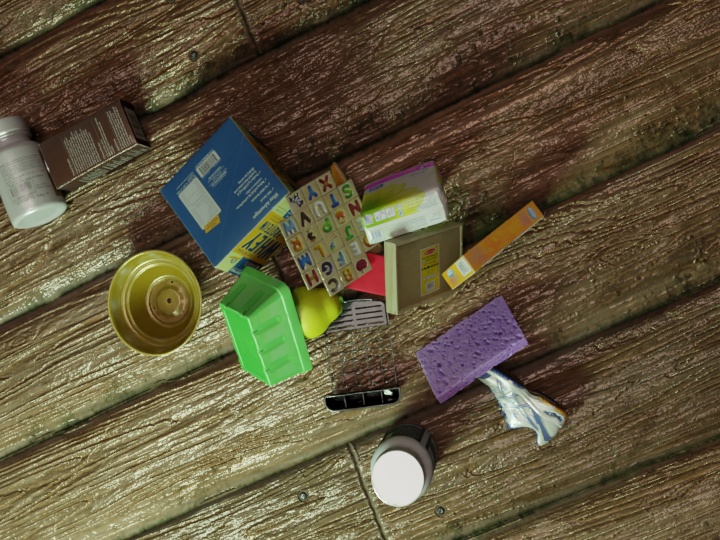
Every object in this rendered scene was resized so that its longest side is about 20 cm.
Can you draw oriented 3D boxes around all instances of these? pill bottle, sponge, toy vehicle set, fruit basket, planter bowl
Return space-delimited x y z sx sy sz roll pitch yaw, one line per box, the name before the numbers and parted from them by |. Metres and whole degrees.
pill bottle | -0.681 -0.199 1.644 0.112 0.114 0.204 -24 87 9
sponge | 0.204 0.144 1.507 0.198 0.030 0.113 -35 45 9
pill bottle | 0.078 0.350 1.476 0.113 0.200 0.119 0 90 10
toy vehicle set | 0.117 -0.008 1.463 0.026 0.198 0.128 11 110 41
fruit basket | -0.139 0.087 1.526 0.154 0.213 0.221 20 95 41
planter bowl | -0.392 0.062 1.613 0.195 0.083 0.206 0 91 9

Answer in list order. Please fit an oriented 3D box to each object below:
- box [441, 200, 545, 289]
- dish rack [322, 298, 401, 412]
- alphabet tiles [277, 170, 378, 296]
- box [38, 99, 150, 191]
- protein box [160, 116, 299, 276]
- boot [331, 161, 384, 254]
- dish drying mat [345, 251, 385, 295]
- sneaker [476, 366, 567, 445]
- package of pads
box | 0.243 -0.051 1.457 0.199 0.119 0.042 -39 86 -20
dish rack | -0.004 0.159 1.563 0.149 0.055 0.206 -8 89 9
alphabet tiles | -0.055 -0.066 1.473 0.165 0.006 0.204 -32 110 -22
box | -0.533 -0.249 1.640 0.196 0.075 0.102 -25 87 7
protein box | -0.228 -0.131 1.534 0.198 0.135 0.201 -43 69 8
boot | -0.056 -0.087 1.560 0.142 0.071 0.205 -27 90 9
dish drying mat | 0.000 0.000 1.538 0.195 0.018 0.079 11 106 -14
sneaker | 0.280 0.245 1.505 0.198 0.075 0.089 33 99 10
package of pads | 0.081 -0.125 1.471 0.151 0.201 0.070 -18 110 10
